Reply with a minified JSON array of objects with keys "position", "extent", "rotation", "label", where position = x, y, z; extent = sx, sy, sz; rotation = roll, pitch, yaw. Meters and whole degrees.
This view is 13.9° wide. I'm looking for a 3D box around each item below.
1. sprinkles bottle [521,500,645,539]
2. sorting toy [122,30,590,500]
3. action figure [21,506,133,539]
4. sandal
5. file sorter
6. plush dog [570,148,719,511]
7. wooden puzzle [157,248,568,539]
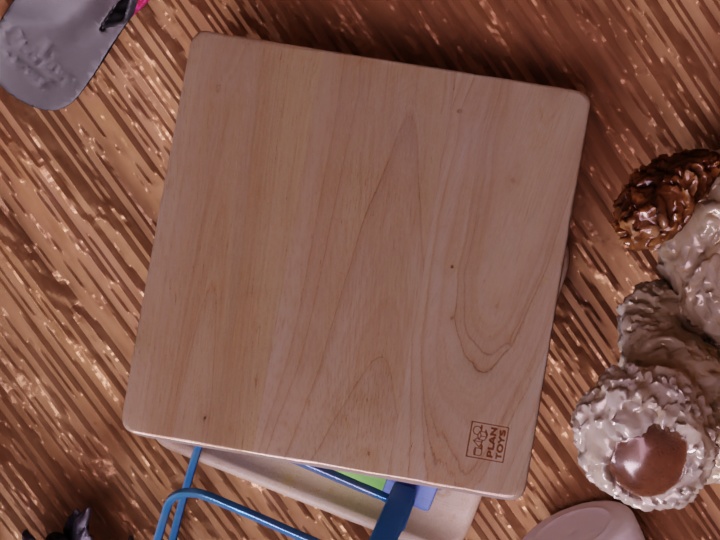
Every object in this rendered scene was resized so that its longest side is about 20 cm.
[{"position":[0.149,0.222,1.580],"extent":[0.068,0.068,0.201],"rotation":[-16,111,21],"label":"sprinkles bottle"},{"position":[0.000,0.000,1.463],"extent":[0.198,0.070,0.201],"rotation":[9,83,5],"label":"sorting toy"},{"position":[-0.188,0.200,1.582],"extent":[0.102,0.200,0.119],"rotation":[46,133,35],"label":"action figure"},{"position":[-0.129,-0.156,1.481],"extent":[0.075,0.045,0.200],"rotation":[32,119,-2],"label":"sandal"},{"position":[-0.071,0.202,1.535],"extent":[0.122,0.200,0.139],"rotation":[23,137,4],"label":"file sorter"},{"position":[0.190,0.021,1.452],"extent":[0.199,0.160,0.172],"rotation":[10,106,-21],"label":"plush dog"},{"position":[-0.007,0.042,1.545],"extent":[0.185,0.046,0.201],"rotation":[21,119,4],"label":"wooden puzzle"}]
